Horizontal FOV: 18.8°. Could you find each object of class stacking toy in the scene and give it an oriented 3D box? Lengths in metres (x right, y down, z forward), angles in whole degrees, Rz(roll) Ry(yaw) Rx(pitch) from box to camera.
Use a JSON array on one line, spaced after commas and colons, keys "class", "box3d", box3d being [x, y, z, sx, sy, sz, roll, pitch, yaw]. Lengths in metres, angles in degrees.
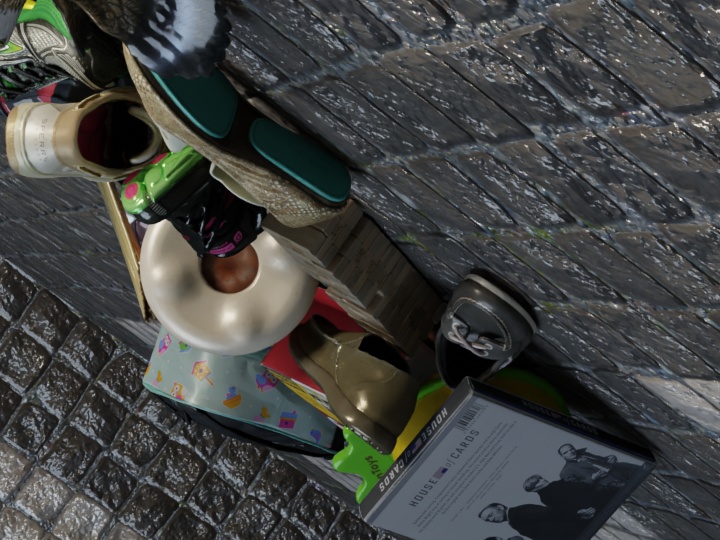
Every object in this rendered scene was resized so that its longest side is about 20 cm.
[{"class": "stacking toy", "box3d": [-0.103, -0.005, 1.835, 0.146, 0.146, 0.200, 34, -179, 1]}]

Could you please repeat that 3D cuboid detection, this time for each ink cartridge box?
[{"class": "ink cartridge box", "box3d": [0.006, 0.095, 1.932, 0.176, 0.084, 0.200, 40, 169, -30]}]

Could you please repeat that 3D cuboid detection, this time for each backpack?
[{"class": "backpack", "box3d": [-0.112, 0.099, 2.196, 0.200, 0.154, 0.176, 11, -174, -33]}]

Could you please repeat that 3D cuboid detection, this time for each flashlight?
[{"class": "flashlight", "box3d": [-0.247, -0.145, 1.770, 0.068, 0.068, 0.200, 23, 178, -24]}]

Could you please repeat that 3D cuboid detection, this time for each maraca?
[{"class": "maraca", "box3d": [0.077, 0.142, 1.803, 0.137, 0.200, 0.107, 59, -163, -32]}]

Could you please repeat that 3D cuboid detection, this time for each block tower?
[{"class": "block tower", "box3d": [0.000, 0.000, 1.701, 0.058, 0.054, 0.200, 28, 169, 35]}]

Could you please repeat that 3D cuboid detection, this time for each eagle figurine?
[{"class": "eagle figurine", "box3d": [-0.191, -0.188, 1.325, 0.200, 0.151, 0.152, 4, -119, -46]}]

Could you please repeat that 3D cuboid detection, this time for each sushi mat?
[{"class": "sushi mat", "box3d": [-0.211, -0.059, 1.852, 0.096, 0.012, 0.200, 95, 155, -62]}]

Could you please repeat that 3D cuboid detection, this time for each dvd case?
[{"class": "dvd case", "box3d": [0.119, 0.172, 1.746, 0.200, 0.150, 0.025, 23, -153, -31]}]

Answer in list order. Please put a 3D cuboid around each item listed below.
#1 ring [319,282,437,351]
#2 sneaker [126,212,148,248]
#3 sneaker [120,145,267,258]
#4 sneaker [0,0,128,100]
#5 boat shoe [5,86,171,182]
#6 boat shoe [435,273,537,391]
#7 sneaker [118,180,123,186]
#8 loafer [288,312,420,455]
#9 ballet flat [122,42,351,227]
[{"class": "ring", "box3d": [0.004, 0.023, 1.896, 0.200, 0.019, 0.200, 34, 169, 7]}, {"class": "sneaker", "box3d": [-0.153, -0.006, 2.070, 0.115, 0.076, 0.200, 27, 167, 24]}, {"class": "sneaker", "box3d": [-0.111, -0.052, 1.614, 0.084, 0.077, 0.200, 63, -161, 5]}, {"class": "sneaker", "box3d": [-0.247, -0.160, 1.657, 0.200, 0.085, 0.078, 18, 161, 50]}, {"class": "boat shoe", "box3d": [-0.177, -0.099, 1.616, 0.069, 0.074, 0.200, 3, -169, 30]}, {"class": "boat shoe", "box3d": [0.090, 0.055, 1.656, 0.067, 0.057, 0.200, 33, 170, 8]}, {"class": "sneaker", "box3d": [-0.181, -0.086, 1.837, 0.115, 0.076, 0.200, 37, 170, 19]}, {"class": "loafer", "box3d": [0.001, 0.082, 1.756, 0.076, 0.067, 0.200, 44, -177, -30]}, {"class": "ballet flat", "box3d": [-0.098, -0.092, 1.516, 0.200, 0.071, 0.065, 39, 132, -17]}]
